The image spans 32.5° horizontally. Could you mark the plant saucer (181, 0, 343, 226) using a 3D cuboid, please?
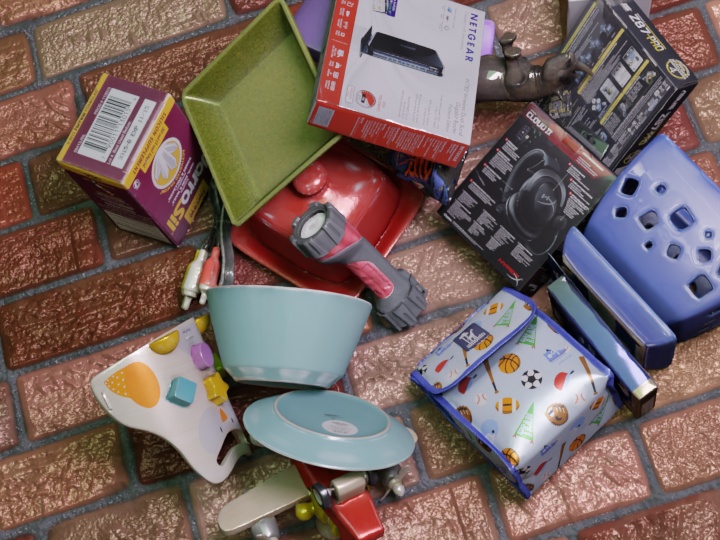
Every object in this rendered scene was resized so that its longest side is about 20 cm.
[{"bbox_3d":[-0.108,-0.185,1.473,0.200,0.048,0.200,-37,66,32],"label":"plant saucer"}]

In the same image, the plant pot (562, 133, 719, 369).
[{"bbox_3d":[0.346,-0.006,1.430,0.180,0.200,0.200,-41,72,0],"label":"plant pot"}]

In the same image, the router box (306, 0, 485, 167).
[{"bbox_3d":[0.044,-0.233,1.403,0.178,0.049,0.201,15,59,-10],"label":"router box"}]

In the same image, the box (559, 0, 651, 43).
[{"bbox_3d":[0.309,-0.399,1.590,0.106,0.152,0.201,-4,69,7],"label":"box"}]

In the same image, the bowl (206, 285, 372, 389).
[{"bbox_3d":[-0.088,0.084,1.464,0.200,0.201,0.106,2,81,9],"label":"bowl"}]

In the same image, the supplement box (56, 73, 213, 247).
[{"bbox_3d":[-0.276,-0.134,1.555,0.103,0.200,0.131,19,74,19],"label":"supplement box"}]

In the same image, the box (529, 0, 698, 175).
[{"bbox_3d":[0.302,-0.219,1.508,0.049,0.200,0.162,-21,66,-33],"label":"box"}]

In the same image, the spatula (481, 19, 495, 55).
[{"bbox_3d":[0.141,-0.239,1.629,0.056,0.021,0.201,6,72,9],"label":"spatula"}]

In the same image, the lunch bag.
[{"bbox_3d":[0.176,0.131,1.445,0.170,0.124,0.200,-41,56,-7],"label":"lunch bag"}]

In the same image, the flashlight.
[{"bbox_3d":[0.000,0.000,1.477,0.067,0.200,0.068,-25,39,26],"label":"flashlight"}]

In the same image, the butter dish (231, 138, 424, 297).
[{"bbox_3d":[-0.051,-0.090,1.538,0.199,0.148,0.200,31,77,17],"label":"butter dish"}]

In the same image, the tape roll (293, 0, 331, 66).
[{"bbox_3d":[-0.008,-0.258,1.562,0.199,0.200,0.085,30,78,17],"label":"tape roll"}]

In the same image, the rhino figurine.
[{"bbox_3d":[0.185,-0.241,1.507,0.199,0.088,0.060,3,45,17],"label":"rhino figurine"}]

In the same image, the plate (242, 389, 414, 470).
[{"bbox_3d":[-0.034,0.172,1.404,0.199,0.200,0.026,14,105,13],"label":"plate"}]

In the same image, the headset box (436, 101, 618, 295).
[{"bbox_3d":[0.217,-0.094,1.507,0.149,0.077,0.200,44,100,20],"label":"headset box"}]

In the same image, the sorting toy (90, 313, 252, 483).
[{"bbox_3d":[-0.195,0.158,1.459,0.107,0.200,0.181,-31,92,18],"label":"sorting toy"}]

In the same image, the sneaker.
[{"bbox_3d":[0.077,-0.126,1.507,0.078,0.200,0.076,16,93,-9],"label":"sneaker"}]

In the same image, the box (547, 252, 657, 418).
[{"bbox_3d":[0.272,0.077,1.445,0.032,0.121,0.200,-35,69,0],"label":"box"}]

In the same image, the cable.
[{"bbox_3d":[-0.188,-0.047,1.572,0.050,0.097,0.201,12,78,-30],"label":"cable"}]

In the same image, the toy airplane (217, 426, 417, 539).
[{"bbox_3d":[-0.046,0.249,1.439,0.199,0.142,0.199,1,32,17],"label":"toy airplane"}]
